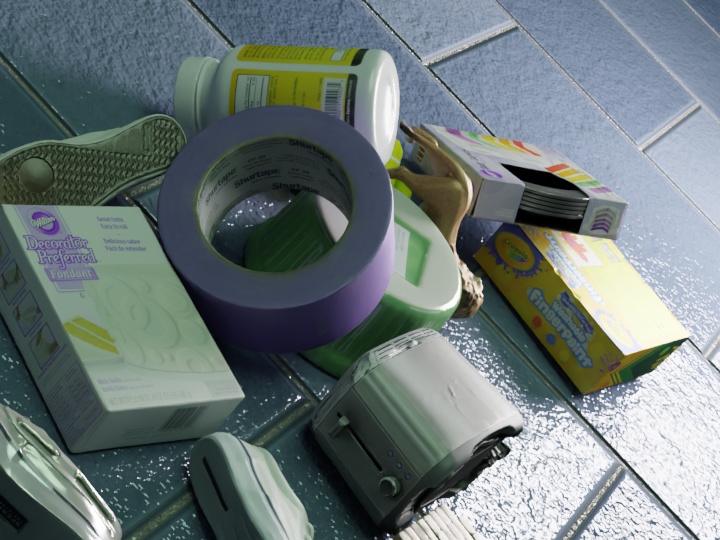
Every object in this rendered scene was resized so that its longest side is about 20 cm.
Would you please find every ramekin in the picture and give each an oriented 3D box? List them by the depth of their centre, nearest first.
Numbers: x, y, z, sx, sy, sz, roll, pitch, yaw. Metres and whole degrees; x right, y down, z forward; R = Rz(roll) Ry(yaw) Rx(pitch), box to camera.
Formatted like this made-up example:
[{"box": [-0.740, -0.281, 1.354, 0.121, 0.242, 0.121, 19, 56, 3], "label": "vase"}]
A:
[{"box": [0.000, 0.000, 1.506, 0.200, 0.098, 0.200, 29, 34, -22], "label": "ramekin"}]

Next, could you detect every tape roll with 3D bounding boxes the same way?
[{"box": [-0.069, -0.036, 1.376, 0.199, 0.085, 0.201, -1, 62, 2], "label": "tape roll"}]

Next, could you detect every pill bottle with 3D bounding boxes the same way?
[{"box": [-0.070, -0.157, 1.527, 0.199, 0.113, 0.113, 5, 28, 15], "label": "pill bottle"}]

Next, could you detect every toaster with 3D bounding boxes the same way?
[{"box": [0.050, 0.131, 1.392, 0.129, 0.114, 0.200, 49, 33, 14], "label": "toaster"}]

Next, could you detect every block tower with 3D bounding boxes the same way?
[{"box": [0.025, 0.247, 1.277, 0.054, 0.058, 0.200, 50, 30, 12], "label": "block tower"}]

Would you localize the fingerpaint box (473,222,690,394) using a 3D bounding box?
[{"box": [0.244, 0.029, 1.777, 0.167, 0.073, 0.200, -9, 56, -54], "label": "fingerpaint box"}]

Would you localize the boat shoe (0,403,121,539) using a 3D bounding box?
[{"box": [-0.241, 0.129, 1.100, 0.200, 0.072, 0.066, 43, 26, -2], "label": "boat shoe"}]

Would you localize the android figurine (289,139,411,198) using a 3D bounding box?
[{"box": [-0.020, -0.122, 1.690, 0.182, 0.041, 0.200, 34, 32, -15], "label": "android figurine"}]

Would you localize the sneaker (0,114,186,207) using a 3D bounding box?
[{"box": [-0.246, -0.076, 1.365, 0.199, 0.085, 0.073, -20, 93, -37], "label": "sneaker"}]

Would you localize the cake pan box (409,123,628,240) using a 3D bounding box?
[{"box": [0.172, -0.097, 1.768, 0.183, 0.053, 0.200, 7, 20, -21], "label": "cake pan box"}]

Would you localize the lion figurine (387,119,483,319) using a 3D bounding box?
[{"box": [0.074, -0.046, 1.591, 0.122, 0.201, 0.072, 30, 48, 25], "label": "lion figurine"}]

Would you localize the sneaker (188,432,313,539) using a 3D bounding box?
[{"box": [-0.064, 0.204, 1.207, 0.071, 0.073, 0.200, 10, 44, -38], "label": "sneaker"}]

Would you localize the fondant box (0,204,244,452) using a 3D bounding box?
[{"box": [-0.199, 0.041, 1.267, 0.144, 0.058, 0.200, -1, 51, -50], "label": "fondant box"}]
